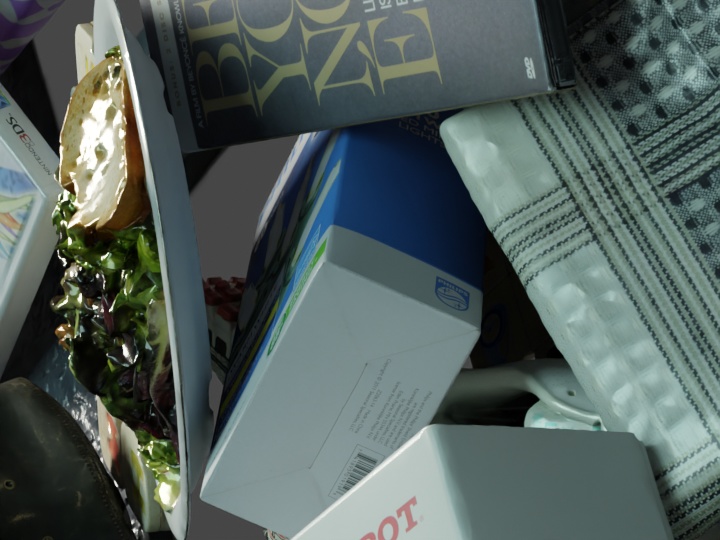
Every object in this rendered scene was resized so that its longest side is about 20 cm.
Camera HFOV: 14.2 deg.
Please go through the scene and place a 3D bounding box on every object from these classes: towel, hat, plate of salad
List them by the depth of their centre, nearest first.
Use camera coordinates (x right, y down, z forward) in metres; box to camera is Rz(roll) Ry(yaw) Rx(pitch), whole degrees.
[{"bbox_3d":[0.129,-0.046,0.894,0.193,0.035,0.200,-36,55,17],"label":"towel"},{"bbox_3d":[-0.087,-0.001,1.025,0.200,0.048,0.200,171,90,-80],"label":"plate of salad"},{"bbox_3d":[-0.140,0.102,1.213,0.081,0.201,0.201,-39,44,-2],"label":"hat"}]

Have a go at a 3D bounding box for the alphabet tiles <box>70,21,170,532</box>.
[{"bbox_3d":[-0.099,0.002,1.196,0.196,0.015,0.200,-133,38,-65],"label":"alphabet tiles"}]

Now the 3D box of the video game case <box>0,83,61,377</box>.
[{"bbox_3d":[-0.212,-0.040,1.334,0.182,0.022,0.200,51,140,20],"label":"video game case"}]

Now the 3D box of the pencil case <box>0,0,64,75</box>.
[{"bbox_3d":[-0.170,-0.151,1.336,0.200,0.085,0.084,-47,42,39],"label":"pencil case"}]

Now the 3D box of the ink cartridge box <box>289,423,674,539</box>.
[{"bbox_3d":[0.038,0.164,0.853,0.145,0.087,0.200,-41,53,43],"label":"ink cartridge box"}]

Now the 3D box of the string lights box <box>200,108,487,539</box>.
[{"bbox_3d":[0.000,0.000,1.013,0.200,0.059,0.103,-83,19,-61],"label":"string lights box"}]

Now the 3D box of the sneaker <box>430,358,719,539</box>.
[{"bbox_3d":[0.099,0.067,0.934,0.200,0.080,0.070,8,89,49],"label":"sneaker"}]

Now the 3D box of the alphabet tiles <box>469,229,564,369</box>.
[{"bbox_3d":[0.076,-0.052,1.051,0.166,0.006,0.200,-44,51,41],"label":"alphabet tiles"}]

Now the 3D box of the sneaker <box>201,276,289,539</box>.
[{"bbox_3d":[-0.019,0.068,1.095,0.200,0.078,0.082,49,123,46],"label":"sneaker"}]

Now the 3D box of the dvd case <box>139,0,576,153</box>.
[{"bbox_3d":[-0.015,-0.121,0.964,0.200,0.016,0.149,-6,97,50],"label":"dvd case"}]
